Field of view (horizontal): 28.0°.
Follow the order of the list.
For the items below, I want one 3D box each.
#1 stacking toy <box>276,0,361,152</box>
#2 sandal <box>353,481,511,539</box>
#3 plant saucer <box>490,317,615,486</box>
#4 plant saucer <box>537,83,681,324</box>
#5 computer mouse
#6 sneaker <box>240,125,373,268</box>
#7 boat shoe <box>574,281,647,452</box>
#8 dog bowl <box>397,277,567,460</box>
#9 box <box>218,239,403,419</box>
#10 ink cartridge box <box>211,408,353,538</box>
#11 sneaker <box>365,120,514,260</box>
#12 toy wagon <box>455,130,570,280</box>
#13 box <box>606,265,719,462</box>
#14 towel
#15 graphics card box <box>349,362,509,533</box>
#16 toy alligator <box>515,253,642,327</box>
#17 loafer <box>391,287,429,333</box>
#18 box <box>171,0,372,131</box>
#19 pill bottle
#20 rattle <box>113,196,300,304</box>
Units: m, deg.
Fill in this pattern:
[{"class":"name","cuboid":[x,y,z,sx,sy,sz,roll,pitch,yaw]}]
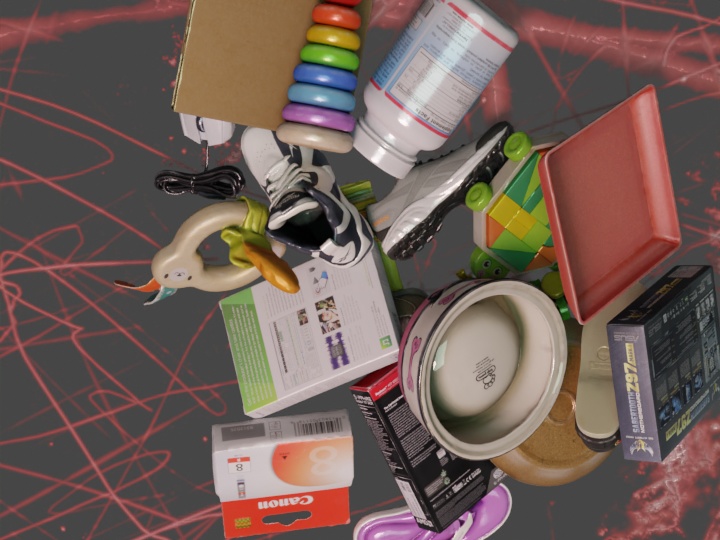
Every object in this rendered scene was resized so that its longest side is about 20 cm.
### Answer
[{"class":"stacking toy","cuboid":[-0.034,-0.231,1.536,0.084,0.085,0.203,9,92,-2]},{"class":"sandal","cuboid":[0.090,0.313,1.744,0.200,0.050,0.083,-20,106,6]},{"class":"plant saucer","cuboid":[0.227,0.155,1.677,0.197,0.035,0.203,-1,97,-11]},{"class":"plant saucer","cuboid":[0.267,-0.075,1.571,0.199,0.036,0.202,-33,119,-35]},{"class":"computer mouse","cuboid":[-0.175,-0.177,1.595,0.108,0.044,0.203,11,105,25]},{"class":"sneaker","cuboid":[-0.075,-0.086,1.565,0.079,0.129,0.200,-36,80,13]},{"class":"boat shoe","cuboid":[0.284,0.106,1.636,0.073,0.063,0.204,9,64,16]},{"class":"dog bowl","cuboid":[0.126,0.099,1.571,0.198,0.074,0.203,-9,108,-30]},{"class":"box","cuboid":[-0.055,0.065,1.627,0.198,0.036,0.146,-22,65,15]},{"class":"ink cartridge box","cuboid":[-0.088,0.253,1.682,0.160,0.050,0.202,-6,128,-6]},{"class":"sneaker","cuboid":[0.089,-0.103,1.612,0.200,0.074,0.080,-40,67,1]},{"class":"toy wagon","cuboid":[0.185,-0.055,1.603,0.154,0.040,0.201,33,99,-34]},{"class":"box","cuboid":[0.343,0.100,1.605,0.050,0.199,0.160,0,110,37]},{"class":"towel","cuboid":[0.000,0.000,1.671,0.085,0.018,0.202,-17,106,7]},{"class":"graphics card box","cuboid":[0.083,0.186,1.676,0.125,0.051,0.202,-35,107,-27]},{"class":"toy alligator","cuboid":[0.232,0.033,1.645,0.197,0.059,0.055,-16,69,6]},{"class":"loafer","cuboid":[-0.008,0.080,1.650,0.198,0.070,0.076,-26,105,5]},{"class":"box","cuboid":[-0.095,-0.234,1.561,0.197,0.021,0.166,9,100,-21]},{"class":"pill bottle","cuboid":[0.073,-0.204,1.562,0.108,0.109,0.201,35,105,-9]},{"class":"rattle","cuboid":[-0.170,0.021,1.610,0.198,0.130,0.144,-26,66,1]}]
